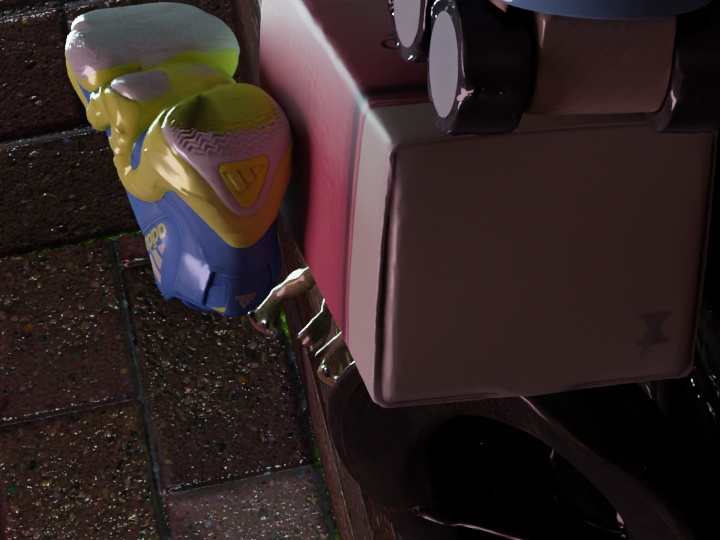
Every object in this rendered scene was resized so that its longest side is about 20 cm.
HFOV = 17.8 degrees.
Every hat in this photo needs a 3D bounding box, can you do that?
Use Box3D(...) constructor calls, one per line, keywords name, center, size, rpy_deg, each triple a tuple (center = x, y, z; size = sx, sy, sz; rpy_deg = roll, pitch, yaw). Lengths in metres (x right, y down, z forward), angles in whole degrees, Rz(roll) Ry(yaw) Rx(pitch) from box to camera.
Box3D(name="hat", center=(0.087, 0.085, 0.948), size=(0.200, 0.081, 0.201), rpy_deg=(30, 149, 20))

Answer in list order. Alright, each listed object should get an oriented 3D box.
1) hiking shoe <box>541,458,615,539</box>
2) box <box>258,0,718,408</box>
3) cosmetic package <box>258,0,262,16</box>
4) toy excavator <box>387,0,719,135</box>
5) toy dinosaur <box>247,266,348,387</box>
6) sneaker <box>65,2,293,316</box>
Box3D(name="hiking shoe", center=(0.092, 0.116, 1.104), size=(0.200, 0.074, 0.087), rpy_deg=(-168, 68, -84))
Box3D(name="box", center=(0.042, -0.047, 0.900), size=(0.200, 0.127, 0.110), rpy_deg=(-120, 28, -58))
Box3D(name="cosmetic package", center=(-0.015, -0.210, 1.373), size=(0.107, 0.090, 0.201), rpy_deg=(30, -141, -54))
Box3D(name="toy excavator", center=(0.069, -0.167, 0.795), size=(0.195, 0.099, 0.202), rpy_deg=(-114, 27, -61))
Box3D(name="toy dinosaur", center=(0.000, 0.000, 1.075), size=(0.058, 0.101, 0.200), rpy_deg=(42, 170, -20))
Box3D(name="sneaker", center=(-0.080, -0.044, 0.978), size=(0.200, 0.075, 0.106), rpy_deg=(-124, 31, -62))
